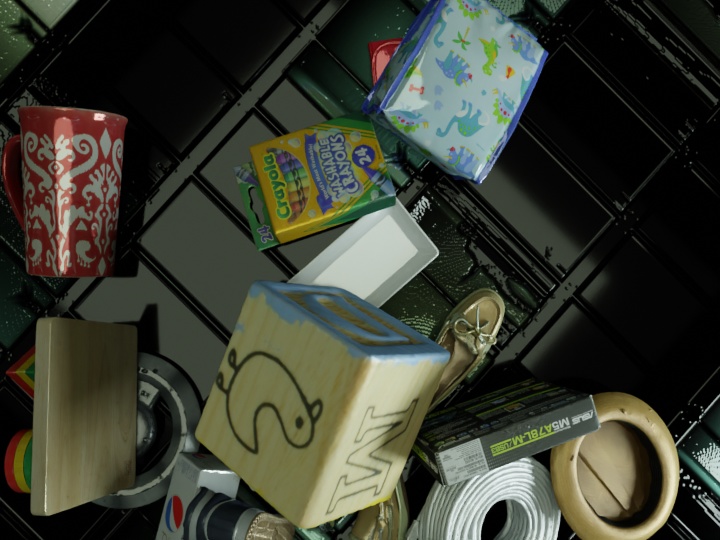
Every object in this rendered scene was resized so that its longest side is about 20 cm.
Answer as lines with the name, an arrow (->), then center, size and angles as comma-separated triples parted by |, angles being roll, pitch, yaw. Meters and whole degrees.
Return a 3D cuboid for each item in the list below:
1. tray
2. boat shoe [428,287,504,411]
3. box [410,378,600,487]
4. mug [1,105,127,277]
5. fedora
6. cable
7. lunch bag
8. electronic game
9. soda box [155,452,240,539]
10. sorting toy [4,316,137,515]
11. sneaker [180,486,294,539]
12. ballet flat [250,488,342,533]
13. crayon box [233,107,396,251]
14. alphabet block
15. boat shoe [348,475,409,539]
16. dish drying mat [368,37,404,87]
tray -> 0.000, 0.000, 0.997 | 0.199, 0.022, 0.108 | -40, 91, -2
boat shoe -> 0.127, 0.113, 0.979 | 0.073, 0.063, 0.202 | 34, 89, -1
box -> 0.163, 0.192, 0.906 | 0.196, 0.193, 0.048 | -18, 88, -9
mug -> -0.379, -0.098, 0.955 | 0.131, 0.176, 0.205 | -1, 94, -38
fedora -> 0.320, 0.258, 0.966 | 0.196, 0.082, 0.205 | 0, 88, -14
cable -> 0.168, 0.320, 0.941 | 0.198, 0.069, 0.203 | 27, 84, -27
lunch bag -> 0.123, -0.241, 0.935 | 0.168, 0.127, 0.202 | 31, 94, -18
electronic game -> -0.309, 0.210, 0.976 | 0.195, 0.042, 0.205 | 1, 83, -7
soda box -> -0.220, 0.346, 0.954 | 0.067, 0.063, 0.204 | 16, 89, -43
sorting toy -> -0.339, 0.163, 0.864 | 0.068, 0.199, 0.205 | -2, 83, 9
sneaker -> -0.153, 0.326, 0.922 | 0.106, 0.201, 0.071 | 11, 65, 16
ballet flat -> -0.107, 0.273, 0.963 | 0.198, 0.074, 0.075 | 35, 89, 4
crayon box -> -0.064, -0.119, 0.971 | 0.196, 0.052, 0.128 | -19, 78, -1
alphabet block -> -0.042, 0.145, 0.863 | 0.194, 0.195, 0.203 | 28, 101, 34
boat shoe -> 0.021, 0.334, 0.953 | 0.075, 0.071, 0.205 | -8, 89, -21
dish drying mat -> 0.111, -0.286, 1.005 | 0.195, 0.018, 0.079 | -7, 91, -2
